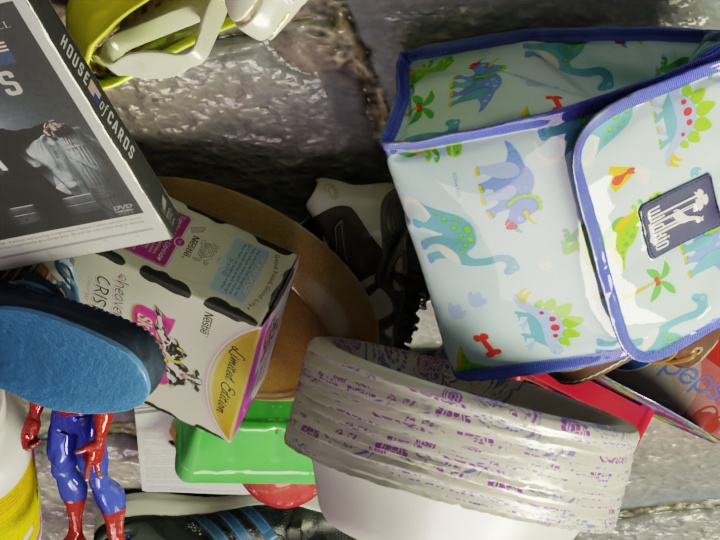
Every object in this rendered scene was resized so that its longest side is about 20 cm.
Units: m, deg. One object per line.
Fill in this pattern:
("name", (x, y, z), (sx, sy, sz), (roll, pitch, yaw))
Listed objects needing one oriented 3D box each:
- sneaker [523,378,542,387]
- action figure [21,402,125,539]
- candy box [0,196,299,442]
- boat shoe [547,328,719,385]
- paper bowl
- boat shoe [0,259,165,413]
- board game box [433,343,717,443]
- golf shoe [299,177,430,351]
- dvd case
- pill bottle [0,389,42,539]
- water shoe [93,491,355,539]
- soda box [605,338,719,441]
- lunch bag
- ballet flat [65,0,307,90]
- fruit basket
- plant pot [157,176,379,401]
("sneaker", (0.099, 0.133, 1.954), (0.129, 0.080, 0.200), (7, 139, 4))
("action figure", (-0.184, 0.103, 1.843), (0.065, 0.052, 0.201), (16, 118, 35))
("candy box", (-0.145, 0.008, 1.689), (0.199, 0.061, 0.137), (23, 145, 4))
("boat shoe", (0.188, 0.027, 1.692), (0.072, 0.200, 0.072), (8, 122, 48))
("paper bowl", (0.054, 0.112, 1.651), (0.200, 0.105, 0.201), (15, -178, -1))
("boat shoe", (-0.193, 0.025, 1.636), (0.199, 0.069, 0.084), (15, 130, 26))
("board game box", (0.128, 0.080, 1.798), (0.200, 0.039, 0.158), (24, 176, 46))
("golf shoe", (0.000, 0.000, 1.759), (0.094, 0.078, 0.200), (18, 147, 4))
("dvd case", (-0.206, -0.078, 1.548), (0.150, 0.025, 0.200), (-10, 135, 21))
("pill bottle", (-0.270, 0.134, 1.923), (0.104, 0.105, 0.200), (1, 149, -3))
("water shoe", (-0.094, 0.206, 2.071), (0.199, 0.079, 0.072), (-2, 149, 1))
("soda box", (0.184, 0.036, 1.795), (0.200, 0.063, 0.070), (29, 110, -40))
("lunch bag", (0.128, -0.041, 1.581), (0.199, 0.128, 0.171), (-9, 124, 13))
("ballet flat", (-0.073, -0.144, 1.507), (0.199, 0.067, 0.067), (-20, 142, 28))
("fruit basket", (-0.059, 0.109, 1.926), (0.184, 0.094, 0.200), (0, 161, -1))
("plant pot", (-0.086, 0.020, 1.745), (0.199, 0.028, 0.200), (18, 146, 13))
